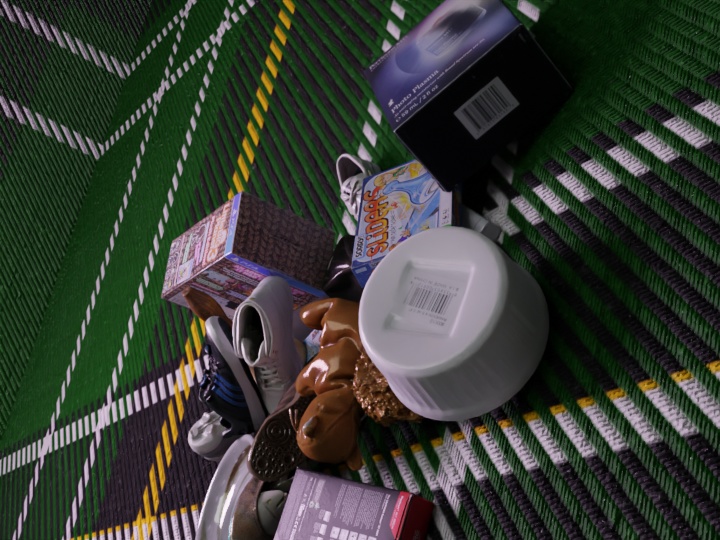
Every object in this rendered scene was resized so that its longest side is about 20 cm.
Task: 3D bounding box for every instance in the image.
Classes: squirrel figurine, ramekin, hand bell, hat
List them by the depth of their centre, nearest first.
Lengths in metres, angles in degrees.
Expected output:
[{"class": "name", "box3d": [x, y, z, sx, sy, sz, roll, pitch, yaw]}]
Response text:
[{"class": "ramekin", "box3d": [0.094, 0.050, 1.257, 0.199, 0.098, 0.202, -16, 54, 23]}, {"class": "squirrel figurine", "box3d": [-0.001, 0.137, 1.389, 0.199, 0.142, 0.187, -17, 37, 43]}, {"class": "hat", "box3d": [0.000, 0.000, 1.535, 0.201, 0.081, 0.202, -45, 29, 33]}, {"class": "hand bell", "box3d": [-0.175, 0.085, 1.616, 0.104, 0.200, 0.105, -26, 40, 25]}]

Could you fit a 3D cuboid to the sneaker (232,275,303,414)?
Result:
[{"class": "sneaker", "box3d": [-0.126, 0.120, 1.532, 0.116, 0.073, 0.202, -45, -50, -66]}]

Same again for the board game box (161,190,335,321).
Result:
[{"class": "board game box", "box3d": [-0.159, -0.007, 1.645, 0.199, 0.159, 0.098, -28, 48, 47]}]

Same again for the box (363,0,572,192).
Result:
[{"class": "box", "box3d": [0.126, -0.239, 1.466, 0.200, 0.123, 0.199, -39, 30, 11]}]

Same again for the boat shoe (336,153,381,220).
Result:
[{"class": "boat shoe", "box3d": [0.004, -0.112, 1.714, 0.072, 0.065, 0.201, -51, 28, 26]}]

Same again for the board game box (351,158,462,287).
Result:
[{"class": "board game box", "box3d": [0.062, -0.071, 1.476, 0.134, 0.035, 0.201, -20, 33, 18]}]

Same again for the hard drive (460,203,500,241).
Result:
[{"class": "hard drive", "box3d": [0.098, -0.028, 1.499, 0.133, 0.027, 0.200, -62, 24, 7]}]

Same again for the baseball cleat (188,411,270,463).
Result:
[{"class": "baseball cleat", "box3d": [-0.155, 0.218, 1.726, 0.199, 0.107, 0.070, -27, 45, 8]}]

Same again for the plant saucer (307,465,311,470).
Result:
[{"class": "plant saucer", "box3d": [-0.126, 0.350, 1.591, 0.200, 0.032, 0.201, -46, 30, 37]}]

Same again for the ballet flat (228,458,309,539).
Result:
[{"class": "ballet flat", "box3d": [-0.108, 0.277, 1.470, 0.067, 0.068, 0.201, -17, 34, 29]}]

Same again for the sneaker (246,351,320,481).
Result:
[{"class": "sneaker", "box3d": [-0.080, 0.192, 1.499, 0.200, 0.070, 0.076, -53, 3, -27]}]

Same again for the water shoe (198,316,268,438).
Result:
[{"class": "water shoe", "box3d": [-0.185, 0.153, 1.574, 0.078, 0.201, 0.072, -20, 35, -2]}]

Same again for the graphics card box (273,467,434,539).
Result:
[{"class": "graphics card box", "box3d": [-0.015, 0.304, 1.337, 0.199, 0.051, 0.126, 1, 68, 46]}]

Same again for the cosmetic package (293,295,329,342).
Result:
[{"class": "cosmetic package", "box3d": [-0.106, 0.059, 1.755, 0.201, 0.081, 0.113, -55, 29, 18]}]

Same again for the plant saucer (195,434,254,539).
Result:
[{"class": "plant saucer", "box3d": [-0.164, 0.325, 1.581, 0.201, 0.050, 0.201, -54, 23, 36]}]

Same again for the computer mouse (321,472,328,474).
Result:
[{"class": "computer mouse", "box3d": [-0.086, 0.354, 1.475, 0.140, 0.046, 0.201, -11, 54, 56]}]

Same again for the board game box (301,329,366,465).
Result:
[{"class": "board game box", "box3d": [-0.042, 0.149, 1.601, 0.126, 0.034, 0.201, -47, 30, 32]}]
